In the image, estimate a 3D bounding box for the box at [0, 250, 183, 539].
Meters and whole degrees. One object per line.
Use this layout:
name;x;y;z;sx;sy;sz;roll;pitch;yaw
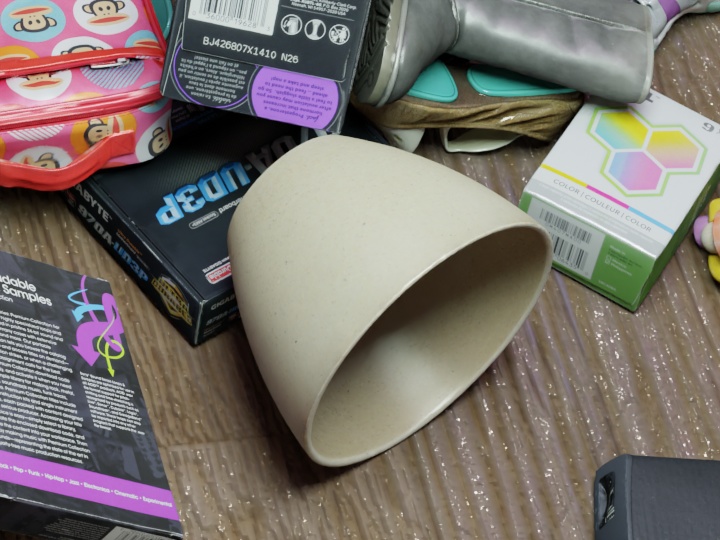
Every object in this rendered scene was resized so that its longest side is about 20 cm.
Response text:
box;-0.192;0.075;1.546;0.142;0.036;0.201;19;41;-41

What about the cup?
cup;0.000;0.000;1.586;0.200;0.201;0.143;-28;62;-31

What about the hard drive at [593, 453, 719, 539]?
hard drive;0.216;0.201;1.577;0.134;0.042;0.201;5;50;-10

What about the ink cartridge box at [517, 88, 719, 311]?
ink cartridge box;0.194;-0.074;1.788;0.103;0.060;0.200;29;50;12

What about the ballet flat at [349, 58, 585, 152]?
ballet flat;0.060;-0.115;1.779;0.199;0.073;0.068;1;40;-24

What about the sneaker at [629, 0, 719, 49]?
sneaker;0.225;-0.237;1.877;0.078;0.140;0.200;41;53;20

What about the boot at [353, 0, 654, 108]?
boot;0.100;-0.148;1.735;0.199;0.073;0.183;23;46;-12

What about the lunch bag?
lunch bag;-0.223;-0.120;1.668;0.198;0.082;0.177;-10;49;-15

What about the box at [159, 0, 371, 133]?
box;-0.054;-0.183;1.655;0.121;0.107;0.200;12;25;-3

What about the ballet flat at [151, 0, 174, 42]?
ballet flat;-0.138;-0.209;1.823;0.072;0.073;0.201;-5;46;-17

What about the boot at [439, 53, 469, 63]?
boot;-0.014;-0.212;1.815;0.199;0.077;0.168;1;44;-47

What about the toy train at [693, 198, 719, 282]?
toy train;0.296;-0.030;1.725;0.055;0.150;0.201;23;38;-50

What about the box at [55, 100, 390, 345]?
box;-0.081;-0.056;1.715;0.199;0.046;0.159;-28;62;-31
